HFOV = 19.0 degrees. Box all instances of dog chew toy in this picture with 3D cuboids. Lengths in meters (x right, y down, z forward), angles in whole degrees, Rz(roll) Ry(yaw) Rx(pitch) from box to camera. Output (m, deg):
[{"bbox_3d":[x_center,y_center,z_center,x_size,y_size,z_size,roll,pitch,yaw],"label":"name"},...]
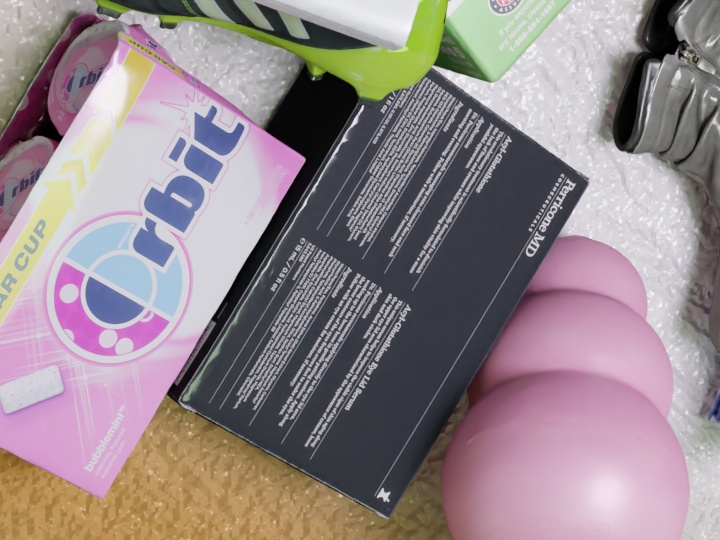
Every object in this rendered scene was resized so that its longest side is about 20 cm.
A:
[{"bbox_3d":[0.107,0.069,1.101,0.124,0.124,0.201,34,46,-31],"label":"dog chew toy"}]

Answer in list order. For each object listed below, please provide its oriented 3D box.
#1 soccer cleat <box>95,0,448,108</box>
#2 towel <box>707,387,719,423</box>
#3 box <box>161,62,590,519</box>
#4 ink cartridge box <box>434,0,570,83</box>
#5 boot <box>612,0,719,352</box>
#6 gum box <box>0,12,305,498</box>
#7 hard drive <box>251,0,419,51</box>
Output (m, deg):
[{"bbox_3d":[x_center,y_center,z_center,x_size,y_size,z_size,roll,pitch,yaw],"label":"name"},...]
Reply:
[{"bbox_3d":[-0.055,-0.142,0.968,0.199,0.068,0.081,19,120,-3],"label":"soccer cleat"},{"bbox_3d":[0.285,0.006,1.256,0.144,0.024,0.201,11,101,-36],"label":"towel"},{"bbox_3d":[0.000,0.000,1.070,0.141,0.079,0.200,32,88,-29],"label":"box"},{"bbox_3d":[0.035,-0.213,1.019,0.146,0.084,0.200,-48,120,-8],"label":"ink cartridge box"},{"bbox_3d":[0.188,-0.057,1.168,0.130,0.068,0.201,13,91,-26],"label":"boot"},{"bbox_3d":[-0.125,-0.010,1.006,0.113,0.066,0.200,32,89,-33],"label":"gum box"},{"bbox_3d":[-0.055,-0.188,0.906,0.199,0.027,0.132,18,87,-14],"label":"hard drive"}]
